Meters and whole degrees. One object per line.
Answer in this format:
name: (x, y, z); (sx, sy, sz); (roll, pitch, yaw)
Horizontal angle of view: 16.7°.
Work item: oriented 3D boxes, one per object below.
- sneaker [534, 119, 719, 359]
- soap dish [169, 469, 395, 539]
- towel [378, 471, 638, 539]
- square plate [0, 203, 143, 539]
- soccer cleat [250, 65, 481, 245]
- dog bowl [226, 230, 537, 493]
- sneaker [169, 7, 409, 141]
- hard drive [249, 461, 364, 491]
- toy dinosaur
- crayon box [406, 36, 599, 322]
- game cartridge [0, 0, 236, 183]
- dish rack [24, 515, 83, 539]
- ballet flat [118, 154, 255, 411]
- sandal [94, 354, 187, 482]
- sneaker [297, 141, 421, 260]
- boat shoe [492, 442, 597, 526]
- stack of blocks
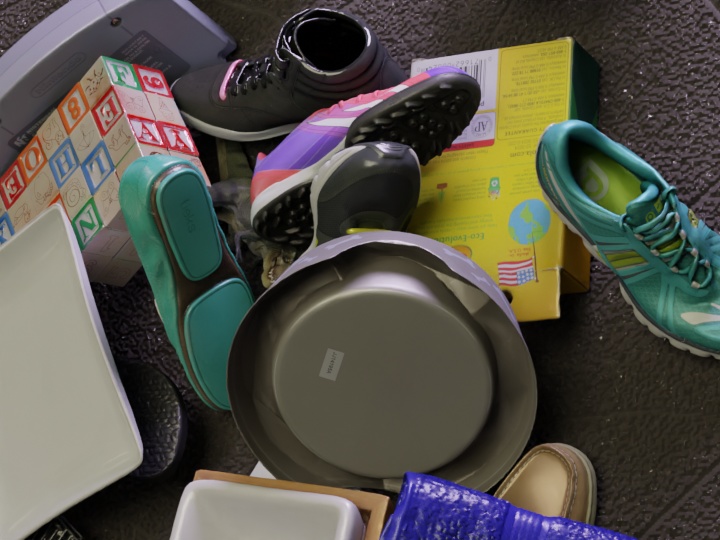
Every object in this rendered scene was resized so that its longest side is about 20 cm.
sneaker: (0.186, -0.019, 1.554); (0.200, 0.080, 0.078); (42, 81, 10)
soap dish: (-0.059, 0.237, 1.580); (0.157, 0.081, 0.200); (4, 73, 35)
towel: (0.098, 0.219, 1.496); (0.200, 0.050, 0.148); (17, 84, 2)
square plate: (-0.236, 0.083, 1.746); (0.198, 0.028, 0.200); (-34, 68, 37)
soccer cleat: (-0.002, -0.094, 1.669); (0.200, 0.068, 0.073); (-35, 47, 32)
dog bowl: (0.016, 0.064, 1.587); (0.200, 0.200, 0.059); (-27, 21, 19)
sneaker: (-0.057, -0.144, 1.738); (0.200, 0.099, 0.071); (5, 57, 25)
hard drive: (-0.061, 0.228, 1.655); (0.132, 0.027, 0.200); (31, 88, 35)
toy dinosaur: (-0.100, -0.044, 1.774); (0.088, 0.047, 0.200); (-33, 54, 11)
crayon box: (0.092, -0.050, 1.659); (0.127, 0.051, 0.200); (-5, 69, 28)
game cartridge: (-0.202, -0.137, 1.811); (0.200, 0.133, 0.040); (-38, 58, 11)
dish rack: (-0.207, 0.265, 1.698); (0.153, 0.055, 0.200); (-54, 36, 1)
ballet flat: (-0.119, 0.003, 1.703); (0.067, 0.200, 0.070); (-29, 32, -24)
sandal: (-0.176, 0.096, 1.768); (0.075, 0.045, 0.200); (-53, 41, -5)
sneaker: (0.000, 0.000, 1.633); (0.200, 0.074, 0.085); (110, 153, -43)
boat shoe: (0.086, 0.198, 1.558); (0.074, 0.066, 0.200); (21, 83, 34)
stack of blocks: (-0.204, -0.044, 1.785); (0.200, 0.059, 0.115); (-46, 52, 30)
